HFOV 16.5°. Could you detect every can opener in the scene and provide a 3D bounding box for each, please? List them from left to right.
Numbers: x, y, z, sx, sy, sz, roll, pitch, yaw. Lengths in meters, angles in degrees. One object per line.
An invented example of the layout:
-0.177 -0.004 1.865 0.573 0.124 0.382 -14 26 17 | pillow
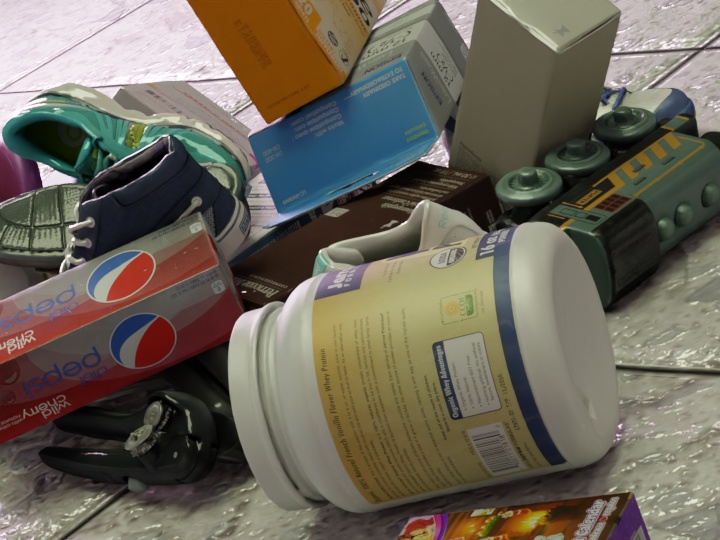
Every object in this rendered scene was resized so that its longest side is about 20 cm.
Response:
-0.151 0.117 1.632 0.200 0.079 0.064 -6 56 47 | can opener
-0.115 0.050 1.724 0.200 0.067 0.053 41 104 48 | can opener

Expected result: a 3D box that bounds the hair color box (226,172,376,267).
-0.079 -0.015 1.880 0.100 0.061 0.200 1 30 42 | hair color box

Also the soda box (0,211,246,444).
-0.179 0.040 1.658 0.199 0.064 0.070 -24 38 1 | soda box

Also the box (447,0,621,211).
0.118 -0.116 1.738 0.068 0.200 0.082 -32 61 -31 | box

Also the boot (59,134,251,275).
-0.180 -0.014 1.711 0.200 0.090 0.073 -34 33 11 | boot

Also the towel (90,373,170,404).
-0.237 0.074 1.804 0.146 0.024 0.200 -11 11 -35 | towel

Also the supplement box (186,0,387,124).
-0.054 -0.210 1.881 0.073 0.126 0.200 -28 17 21 | supplement box

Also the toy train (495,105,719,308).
0.176 -0.044 1.686 0.114 0.086 0.200 18 39 41 | toy train

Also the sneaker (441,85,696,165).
0.151 -0.118 1.880 0.199 0.088 0.075 -12 20 20 | sneaker

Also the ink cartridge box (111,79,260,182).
-0.142 -0.094 2.012 0.068 0.115 0.200 -55 -4 11 | ink cartridge box

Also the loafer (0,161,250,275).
-0.176 -0.025 1.806 0.199 0.063 0.072 -10 49 8 | loafer

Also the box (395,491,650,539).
0.054 0.186 1.259 0.136 0.039 0.200 -10 22 29 | box

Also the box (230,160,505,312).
0.000 0.000 1.748 0.200 0.075 0.100 -32 23 -23 | box

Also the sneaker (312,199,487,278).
-0.009 0.025 1.550 0.200 0.088 0.075 -39 39 16 | sneaker

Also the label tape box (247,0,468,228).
-0.004 -0.118 1.858 0.143 0.066 0.200 -25 15 22 | label tape box

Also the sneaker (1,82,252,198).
-0.176 -0.080 1.853 0.199 0.078 0.080 17 21 18 | sneaker

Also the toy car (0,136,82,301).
-0.272 -0.026 1.915 0.199 0.151 0.175 -17 4 -28 | toy car

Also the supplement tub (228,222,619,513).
0.037 0.061 1.445 0.199 0.145 0.145 -14 21 18 | supplement tub
